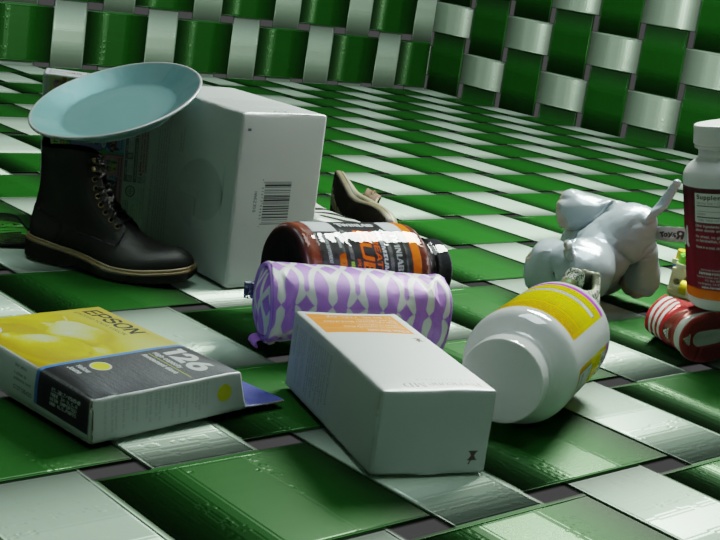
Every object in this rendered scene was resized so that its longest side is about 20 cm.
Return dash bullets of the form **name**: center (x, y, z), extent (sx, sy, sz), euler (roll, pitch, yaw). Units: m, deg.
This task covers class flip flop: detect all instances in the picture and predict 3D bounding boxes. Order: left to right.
- **flip flop**: center (0.009, -0.080, 1.763), extent (0.057, 0.081, 0.200), euler (-4, 22, -27)

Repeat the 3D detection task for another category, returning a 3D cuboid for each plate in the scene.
- **plate**: center (-0.275, -0.185, 1.442), extent (0.200, 0.026, 0.200), euler (-7, 31, 4)

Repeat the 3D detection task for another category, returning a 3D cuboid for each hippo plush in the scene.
- **hippo plush**: center (0.295, -0.002, 1.567), extent (0.200, 0.160, 0.161), euler (1, 35, 47)

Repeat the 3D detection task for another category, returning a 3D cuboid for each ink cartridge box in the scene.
- **ink cartridge box**: center (-0.199, 0.077, 1.060), extent (0.197, 0.047, 0.200), euler (18, 19, 40)

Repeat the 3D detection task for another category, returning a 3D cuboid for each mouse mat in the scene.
- **mouse mat**: center (-0.491, -0.052, 1.501), extent (0.200, 0.008, 0.161), euler (2, 14, -27)

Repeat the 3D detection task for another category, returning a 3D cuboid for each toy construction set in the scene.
- **toy construction set**: center (0.474, 0.025, 1.610), extent (0.200, 0.092, 0.131), euler (4, 8, 35)

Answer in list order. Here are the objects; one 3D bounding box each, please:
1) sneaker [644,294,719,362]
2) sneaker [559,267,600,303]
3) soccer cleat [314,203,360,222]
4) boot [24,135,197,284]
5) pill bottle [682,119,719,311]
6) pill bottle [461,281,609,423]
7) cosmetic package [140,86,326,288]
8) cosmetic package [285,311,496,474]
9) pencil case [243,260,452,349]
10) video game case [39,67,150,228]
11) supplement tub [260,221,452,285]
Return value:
- **sneaker**: center (0.417, 0.053, 1.466), extent (0.200, 0.079, 0.116), euler (3, 16, -27)
- **sneaker**: center (0.209, 0.040, 1.360), extent (0.077, 0.089, 0.200), euler (15, 15, 24)
- **soccer cleat**: center (-0.067, -0.054, 1.642), extent (0.200, 0.069, 0.085), euler (21, 13, 27)
- **boot**: center (-0.274, -0.067, 1.407), extent (0.200, 0.139, 0.077), euler (11, 14, 7)
- **pill bottle**: center (0.411, -0.063, 1.393), extent (0.113, 0.200, 0.113), euler (-4, 11, 1)
- **pill bottle**: center (0.154, 0.076, 1.146), extent (0.104, 0.105, 0.200), euler (13, 14, 20)
- **cosmetic package**: center (-0.154, -0.104, 1.503), extent (0.123, 0.200, 0.200), euler (-4, 18, -40)
- **cosmetic package**: center (0.019, 0.096, 1.050), extent (0.101, 0.071, 0.200), euler (2, 15, -24)
- **pencil case**: center (-0.010, 0.039, 1.243), extent (0.200, 0.086, 0.084), euler (4, 10, -15)
- **video game case**: center (-0.308, -0.148, 1.601), extent (0.182, 0.200, 0.022), euler (7, 31, -6)
- **supplement tub**: center (0.000, 0.000, 1.365), extent (0.200, 0.107, 0.107), euler (-2, 16, -35)
